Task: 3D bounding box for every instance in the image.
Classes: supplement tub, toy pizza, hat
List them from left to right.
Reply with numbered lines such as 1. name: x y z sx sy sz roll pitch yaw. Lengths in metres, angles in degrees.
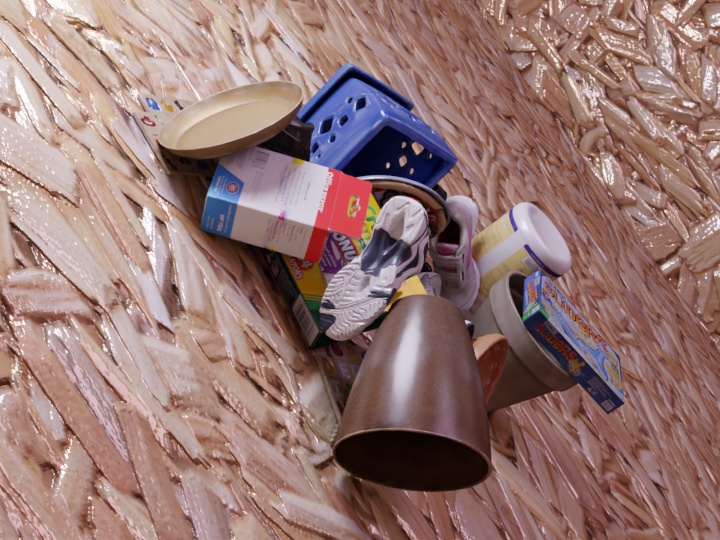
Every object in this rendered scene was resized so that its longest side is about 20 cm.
1. hat: -0.111 -0.188 1.480 0.200 0.081 0.201 27 1 0
2. toy pizza: 0.034 -0.077 1.568 0.200 0.199 0.032 30 53 -40
3. supplement tub: 0.251 -0.008 1.837 0.145 0.200 0.146 40 28 -26

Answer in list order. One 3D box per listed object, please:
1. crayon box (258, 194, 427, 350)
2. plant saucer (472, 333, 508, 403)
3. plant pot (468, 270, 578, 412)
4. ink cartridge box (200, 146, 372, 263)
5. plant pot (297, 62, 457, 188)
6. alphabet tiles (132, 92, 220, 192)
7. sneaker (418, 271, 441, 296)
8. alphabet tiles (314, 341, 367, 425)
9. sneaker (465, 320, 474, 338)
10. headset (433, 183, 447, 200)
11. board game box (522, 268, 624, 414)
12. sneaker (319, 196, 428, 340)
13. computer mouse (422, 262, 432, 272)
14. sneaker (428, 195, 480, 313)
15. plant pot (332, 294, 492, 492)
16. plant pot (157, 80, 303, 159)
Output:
1. crayon box: -0.030 -0.012 1.418 0.172 0.058 0.201 -17 67 -29
2. plant saucer: 0.134 0.169 1.424 0.037 0.201 0.200 30 16 22
3. plant pot: 0.226 0.129 1.641 0.200 0.173 0.201 40 28 -26
4. ink cartridge box: -0.094 -0.085 1.357 0.199 0.067 0.117 17 47 -5
5. plant pot: 0.002 -0.199 1.669 0.200 0.200 0.180 23 32 -47
6. alphabet tiles: -0.226 -0.170 1.447 0.168 0.008 0.200 59 25 12
7. sneaker: 0.104 0.073 1.574 0.200 0.082 0.078 -74 147 -51
8. alphabet tiles: 0.013 0.181 1.394 0.166 0.006 0.201 21 39 -49
9. sneaker: 0.098 0.121 1.455 0.087 0.201 0.076 31 48 21
10. headset: 0.097 -0.092 1.785 0.094 0.124 0.200 41 4 -16
11. board game box: 0.321 0.106 1.587 0.200 0.034 0.136 46 25 -14
12. sneaker: 0.028 0.006 1.352 0.079 0.200 0.130 25 -2 19
13. computer mouse: 0.064 0.014 1.671 0.200 0.044 0.110 27 40 -53
14. sneaker: 0.149 -0.022 1.752 0.088 0.081 0.201 -17 106 -64
15. plant pot: 0.071 0.138 1.267 0.187 0.186 0.201 34 50 -35
16. plant pot: -0.166 -0.194 1.373 0.200 0.199 0.028 -82 157 -58
